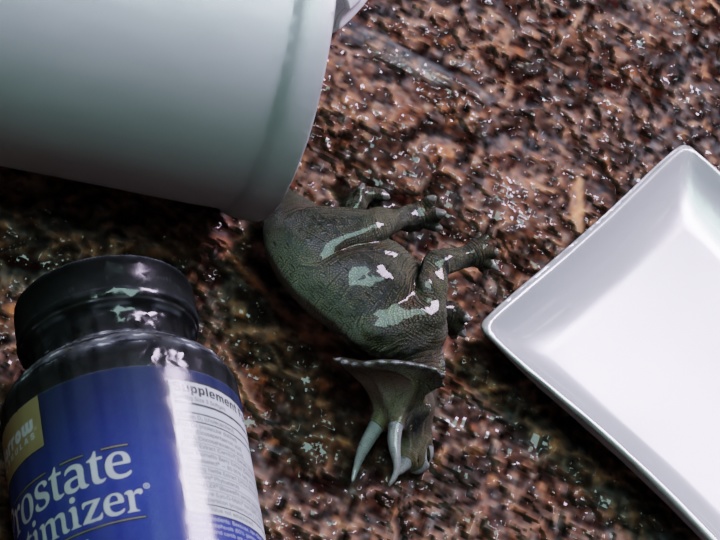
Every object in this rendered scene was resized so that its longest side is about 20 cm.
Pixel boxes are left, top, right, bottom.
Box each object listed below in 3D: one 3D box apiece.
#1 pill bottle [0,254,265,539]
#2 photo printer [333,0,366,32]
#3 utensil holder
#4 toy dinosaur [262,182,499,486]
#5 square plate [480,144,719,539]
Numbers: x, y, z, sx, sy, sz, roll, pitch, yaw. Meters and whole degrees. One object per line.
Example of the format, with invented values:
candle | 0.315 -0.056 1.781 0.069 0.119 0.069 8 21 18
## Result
pill bottle | -0.102 0.099 1.333 0.111 0.112 0.201 2 56 -23
photo printer | -0.069 -0.220 1.602 0.199 0.069 0.167 24 50 -7
utensil holder | -0.130 -0.124 1.446 0.199 0.170 0.170 9 54 -15
toy dinosaur | 0.000 0.000 1.474 0.102 0.077 0.200 -23 71 -42
square plate | 0.186 0.051 1.553 0.200 0.028 0.198 43 50 9
